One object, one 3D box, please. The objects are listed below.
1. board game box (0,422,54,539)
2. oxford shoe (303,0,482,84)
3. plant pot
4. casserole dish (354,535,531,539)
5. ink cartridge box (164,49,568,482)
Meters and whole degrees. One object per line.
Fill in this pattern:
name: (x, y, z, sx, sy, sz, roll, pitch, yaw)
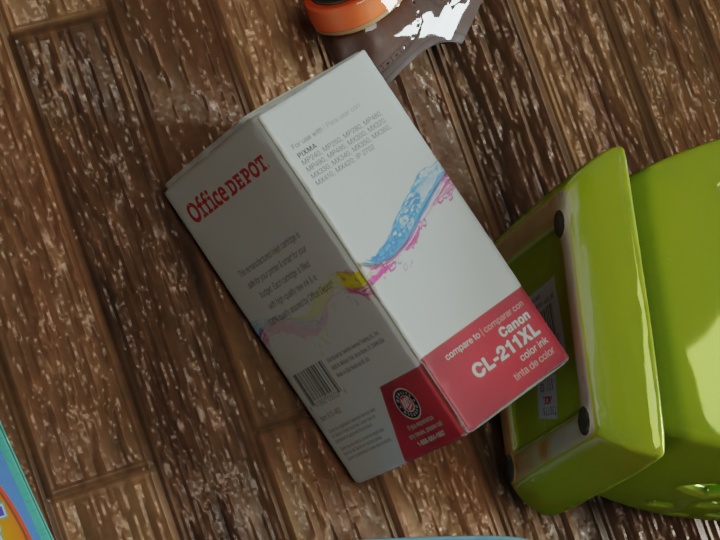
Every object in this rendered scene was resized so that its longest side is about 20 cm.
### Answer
board game box: (-0.248, 0.172, 1.320, 0.200, 0.045, 0.152, -23, 86, -26)
oxford shoe: (0.046, -0.175, 1.534, 0.200, 0.071, 0.073, -40, 124, -30)
plant pot: (0.178, 0.034, 1.455, 0.181, 0.200, 0.200, -2, 75, -17)
casserole dish: (0.034, 0.208, 1.434, 0.199, 0.039, 0.122, 1, 77, -22)
ink cartridge box: (0.000, 0.000, 1.413, 0.083, 0.146, 0.200, -34, 91, -28)
